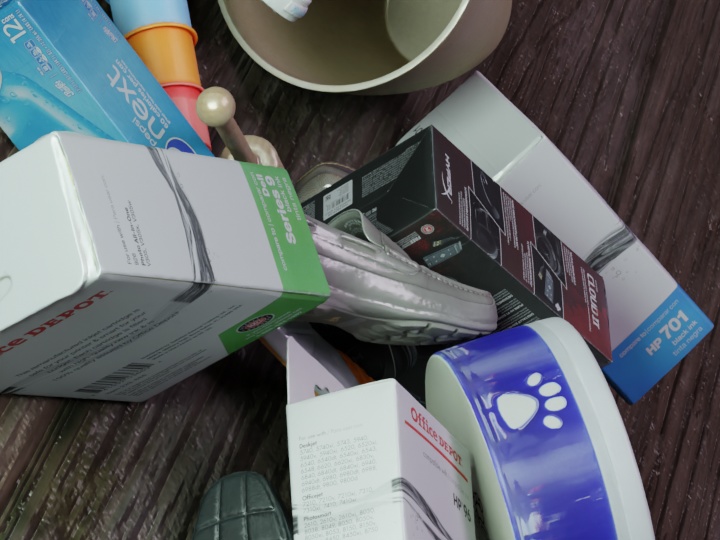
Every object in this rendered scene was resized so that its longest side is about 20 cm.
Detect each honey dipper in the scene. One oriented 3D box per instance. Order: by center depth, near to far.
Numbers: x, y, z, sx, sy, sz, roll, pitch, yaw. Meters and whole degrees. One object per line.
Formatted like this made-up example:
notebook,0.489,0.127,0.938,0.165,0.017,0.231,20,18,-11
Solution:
honey dipper,-0.071,-0.075,1.691,0.200,0.038,0.038,71,-2,-78

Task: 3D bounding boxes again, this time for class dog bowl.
dog bowl,0.103,0.133,1.674,0.200,0.078,0.201,165,-90,-80

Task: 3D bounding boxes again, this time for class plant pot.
plant pot,0.026,-0.195,1.927,0.200,0.187,0.188,16,51,-67

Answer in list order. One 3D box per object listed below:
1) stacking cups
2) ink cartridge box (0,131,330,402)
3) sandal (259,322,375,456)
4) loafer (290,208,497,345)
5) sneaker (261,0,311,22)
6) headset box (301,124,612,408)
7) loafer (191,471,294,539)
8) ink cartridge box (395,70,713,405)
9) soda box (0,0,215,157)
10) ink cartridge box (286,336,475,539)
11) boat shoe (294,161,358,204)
stacking cups,-0.130,-0.153,1.750,0.060,0.060,0.201,18,56,-51
ink cartridge box,-0.135,0.002,1.502,0.200,0.146,0.084,8,60,-56
sandal,-0.028,0.080,1.704,0.207,0.059,0.079,46,13,-23
loafer,0.000,0.000,1.651,0.199,0.070,0.070,15,71,-41
sneaker,-0.083,-0.253,1.834,0.200,0.082,0.074,46,8,7
headset box,0.049,0.022,1.781,0.200,0.148,0.078,41,33,-35
loafer,-0.044,0.209,1.564,0.072,0.072,0.201,18,60,-63
ink cartridge box,0.130,-0.023,1.966,0.200,0.086,0.147,47,3,-28
soda box,-0.144,-0.075,1.640,0.200,0.064,0.068,52,31,-17
ink cartridge box,0.014,0.138,1.569,0.116,0.067,0.201,46,35,-57
boat shoe,0.015,-0.020,1.858,0.200,0.074,0.074,41,24,-49
